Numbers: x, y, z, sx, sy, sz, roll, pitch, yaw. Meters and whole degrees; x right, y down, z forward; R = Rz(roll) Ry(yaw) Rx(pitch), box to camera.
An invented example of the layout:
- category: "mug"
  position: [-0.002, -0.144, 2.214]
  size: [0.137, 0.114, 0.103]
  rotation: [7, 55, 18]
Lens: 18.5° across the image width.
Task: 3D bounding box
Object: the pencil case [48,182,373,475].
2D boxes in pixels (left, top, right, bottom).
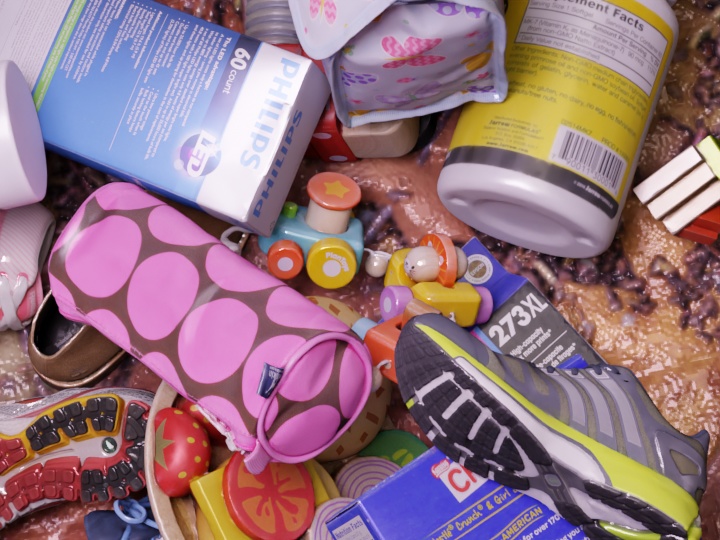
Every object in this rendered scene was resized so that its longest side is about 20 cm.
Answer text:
- category: "pencil case"
  position: [-0.091, 0.030, 1.226]
  size: [0.200, 0.091, 0.094]
  rotation: [33, 83, 38]

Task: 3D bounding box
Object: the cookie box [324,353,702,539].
- category: "cookie box"
  position: [0.105, 0.177, 1.242]
  size: [0.171, 0.075, 0.200]
  rotation: [-30, 85, -25]

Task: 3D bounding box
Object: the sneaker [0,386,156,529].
- category: "sneaker"
  position: [-0.201, 0.114, 1.319]
  size: [0.199, 0.082, 0.078]
  rotation: [-9, 96, 13]

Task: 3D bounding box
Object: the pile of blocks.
- category: "pile of blocks"
  position: [0.265, -0.074, 1.355]
  size: [0.200, 0.082, 0.062]
  rotation: [-33, 78, -8]

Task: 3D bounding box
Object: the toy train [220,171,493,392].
- category: "toy train"
  position: [0.000, 0.000, 1.295]
  size: [0.200, 0.150, 0.056]
  rotation: [30, 118, 28]

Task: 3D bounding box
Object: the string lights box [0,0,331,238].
- category: "string lights box"
  position: [-0.129, -0.104, 1.297]
  size: [0.199, 0.059, 0.103]
  rotation: [22, 86, 15]

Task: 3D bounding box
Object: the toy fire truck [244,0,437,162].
- category: "toy fire truck"
  position: [-0.058, -0.164, 1.367]
  size: [0.199, 0.129, 0.177]
  rotation: [-1, 76, 12]

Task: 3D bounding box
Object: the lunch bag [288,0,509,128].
- category: "lunch bag"
  position: [0.015, -0.191, 1.220]
  size: [0.127, 0.200, 0.170]
  rotation: [-9, 77, -1]

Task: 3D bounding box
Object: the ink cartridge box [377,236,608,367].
- category: "ink cartridge box"
  position: [0.104, 0.077, 1.343]
  size: [0.095, 0.037, 0.200]
  rotation: [-41, 78, -9]

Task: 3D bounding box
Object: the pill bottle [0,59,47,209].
- category: "pill bottle"
  position: [-0.283, -0.058, 1.243]
  size: [0.199, 0.111, 0.112]
  rotation: [-12, 76, 4]

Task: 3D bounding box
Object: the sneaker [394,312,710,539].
- category: "sneaker"
  position: [0.106, 0.080, 1.204]
  size: [0.200, 0.074, 0.081]
  rotation: [35, 53, -11]

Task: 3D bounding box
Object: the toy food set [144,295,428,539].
- category: "toy food set"
  position: [-0.036, 0.122, 1.279]
  size: [0.200, 0.049, 0.198]
  rotation: [-23, 85, -45]

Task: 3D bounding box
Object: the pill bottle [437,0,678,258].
- category: "pill bottle"
  position: [0.129, -0.119, 1.350]
  size: [0.114, 0.114, 0.201]
  rotation: [19, 76, 5]

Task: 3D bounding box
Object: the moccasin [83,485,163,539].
- category: "moccasin"
  position: [-0.142, 0.169, 1.293]
  size: [0.200, 0.080, 0.068]
  rotation: [-37, 91, -10]

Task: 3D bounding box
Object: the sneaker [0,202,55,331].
- category: "sneaker"
  position: [-0.251, 0.019, 1.317]
  size: [0.104, 0.075, 0.201]
  rotation: [28, 54, 2]

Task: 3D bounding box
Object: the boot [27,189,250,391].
- category: "boot"
  position: [-0.127, -0.012, 1.344]
  size: [0.074, 0.075, 0.200]
  rotation: [38, 78, 11]
